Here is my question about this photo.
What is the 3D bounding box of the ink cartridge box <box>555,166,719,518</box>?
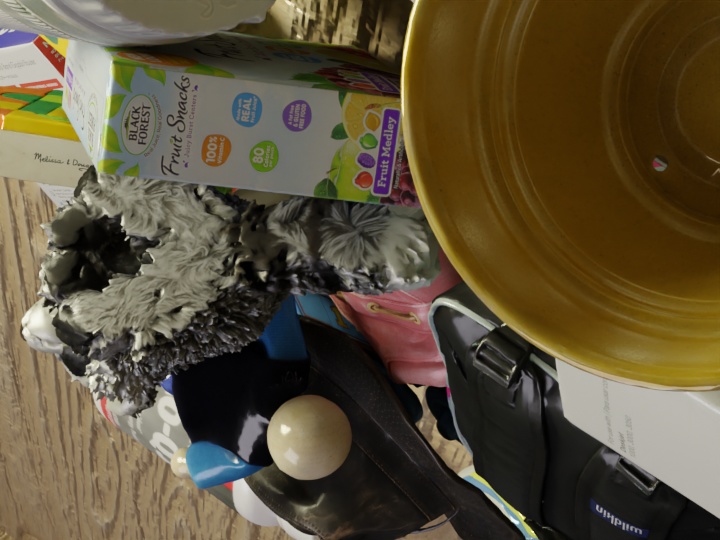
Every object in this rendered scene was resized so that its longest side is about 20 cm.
[{"bbox_3d":[0.189,0.033,0.842,0.200,0.145,0.085,32,158,29],"label":"ink cartridge box"}]

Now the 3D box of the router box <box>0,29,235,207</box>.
[{"bbox_3d":[-0.163,-0.084,1.450,0.180,0.049,0.200,50,160,-20],"label":"router box"}]

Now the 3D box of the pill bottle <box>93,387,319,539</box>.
[{"bbox_3d":[-0.073,0.100,1.570,0.200,0.114,0.114,32,159,30],"label":"pill bottle"}]

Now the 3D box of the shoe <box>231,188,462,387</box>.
[{"bbox_3d":[0.000,0.000,1.151,0.200,0.071,0.091,19,138,64],"label":"shoe"}]

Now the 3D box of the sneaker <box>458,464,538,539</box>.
[{"bbox_3d":[0.110,0.192,1.416,0.200,0.105,0.076,26,155,40],"label":"sneaker"}]

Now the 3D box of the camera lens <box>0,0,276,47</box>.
[{"bbox_3d":[-0.122,-0.178,0.985,0.200,0.160,0.160,16,148,53],"label":"camera lens"}]

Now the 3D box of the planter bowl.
[{"bbox_3d":[0.121,-0.060,0.795,0.200,0.200,0.083,36,-167,20],"label":"planter bowl"}]

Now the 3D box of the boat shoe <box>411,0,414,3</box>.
[{"bbox_3d":[0.043,-0.151,0.853,0.062,0.073,0.200,29,153,44],"label":"boat shoe"}]

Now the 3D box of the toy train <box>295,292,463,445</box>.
[{"bbox_3d":[0.024,0.021,1.251,0.200,0.087,0.114,23,148,46],"label":"toy train"}]

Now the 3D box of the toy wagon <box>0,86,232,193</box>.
[{"bbox_3d":[-0.140,-0.066,1.187,0.155,0.040,0.200,9,-170,0],"label":"toy wagon"}]

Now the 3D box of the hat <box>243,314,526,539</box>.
[{"bbox_3d":[-0.011,0.101,1.189,0.201,0.081,0.201,45,170,10],"label":"hat"}]

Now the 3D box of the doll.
[{"bbox_3d":[-0.067,0.036,1.143,0.048,0.136,0.200,6,-154,-37],"label":"doll"}]

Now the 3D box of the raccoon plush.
[{"bbox_3d":[-0.062,0.025,1.075,0.200,0.097,0.134,12,158,12],"label":"raccoon plush"}]

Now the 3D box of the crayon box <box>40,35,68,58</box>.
[{"bbox_3d":[-0.165,-0.179,1.232,0.200,0.058,0.119,41,161,5],"label":"crayon box"}]

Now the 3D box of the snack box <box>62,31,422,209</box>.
[{"bbox_3d":[-0.054,-0.074,1.042,0.142,0.053,0.200,5,-169,-13],"label":"snack box"}]

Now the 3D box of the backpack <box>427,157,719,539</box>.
[{"bbox_3d":[0.124,0.055,1.013,0.178,0.151,0.200,34,156,19],"label":"backpack"}]
